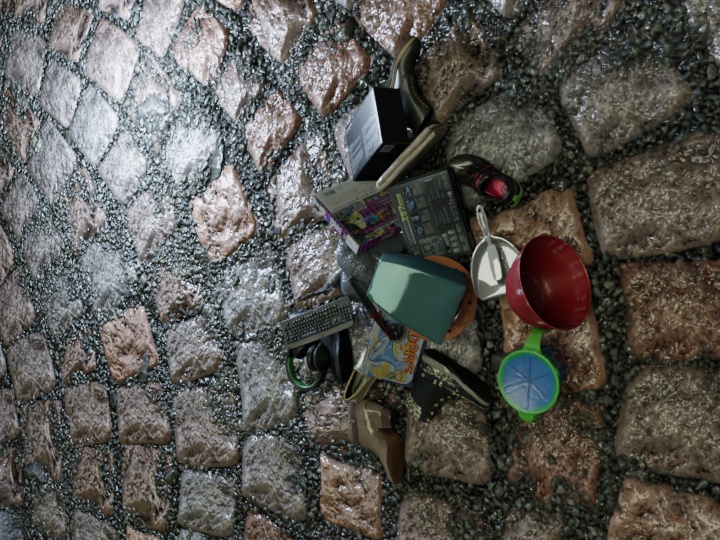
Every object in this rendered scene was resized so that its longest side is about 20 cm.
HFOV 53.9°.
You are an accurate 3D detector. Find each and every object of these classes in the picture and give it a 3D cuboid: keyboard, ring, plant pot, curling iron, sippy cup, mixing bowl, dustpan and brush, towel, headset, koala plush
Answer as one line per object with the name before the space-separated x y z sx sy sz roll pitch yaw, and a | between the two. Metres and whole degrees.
keyboard | -0.111 0.105 1.752 0.195 0.021 0.131 -21 69 17
ring | 0.177 0.066 1.668 0.194 0.019 0.207 1 103 6
plant pot | 0.120 0.046 1.588 0.195 0.142 0.145 23 103 1
curling iron | 0.036 0.090 1.671 0.049 0.026 0.201 -37 103 16
sippy cup | 0.378 0.222 1.519 0.140 0.129 0.179 45 118 17
mixing bowl | 0.379 0.038 1.500 0.108 0.196 0.206 -31 74 56
dustpan and brush | 0.299 -0.047 1.603 0.137 0.057 0.206 -17 80 28
towel | 0.120 -0.270 1.670 0.035 0.132 0.200 47 115 4
headset | -0.118 0.204 1.796 0.122 0.093 0.205 29 108 31
koala plush | 0.000 0.000 1.747 0.174 0.185 0.203 27 135 7

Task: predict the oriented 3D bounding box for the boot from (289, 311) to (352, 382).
boot | -0.109 0.200 1.864 0.164 0.076 0.207 -13 79 29

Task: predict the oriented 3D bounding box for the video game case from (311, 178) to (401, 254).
video game case | 0.008 -0.145 1.713 0.182 0.197 0.036 47 140 21

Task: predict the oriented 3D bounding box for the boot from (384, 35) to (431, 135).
boot | 0.135 -0.440 1.698 0.137 0.077 0.204 35 122 22

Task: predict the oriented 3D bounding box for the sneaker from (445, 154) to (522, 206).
sneaker | 0.275 -0.211 1.601 0.197 0.083 0.079 28 105 28

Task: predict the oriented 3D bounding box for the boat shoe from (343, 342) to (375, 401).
boat shoe | 0.015 0.247 1.787 0.071 0.075 0.205 30 107 28

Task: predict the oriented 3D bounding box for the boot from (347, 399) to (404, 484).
boot | 0.033 0.430 1.795 0.143 0.069 0.207 -5 88 39

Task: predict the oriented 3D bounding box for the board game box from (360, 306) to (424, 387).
board game box | 0.088 0.170 1.724 0.131 0.035 0.206 14 101 -4

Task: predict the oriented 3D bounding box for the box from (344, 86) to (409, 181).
box | 0.036 -0.321 1.688 0.200 0.077 0.145 139 123 -63

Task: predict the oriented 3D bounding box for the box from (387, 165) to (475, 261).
box | 0.167 -0.123 1.652 0.154 0.051 0.205 -14 103 26

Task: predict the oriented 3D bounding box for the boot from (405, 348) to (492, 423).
boot | 0.205 0.302 1.676 0.202 0.073 0.157 34 113 27
